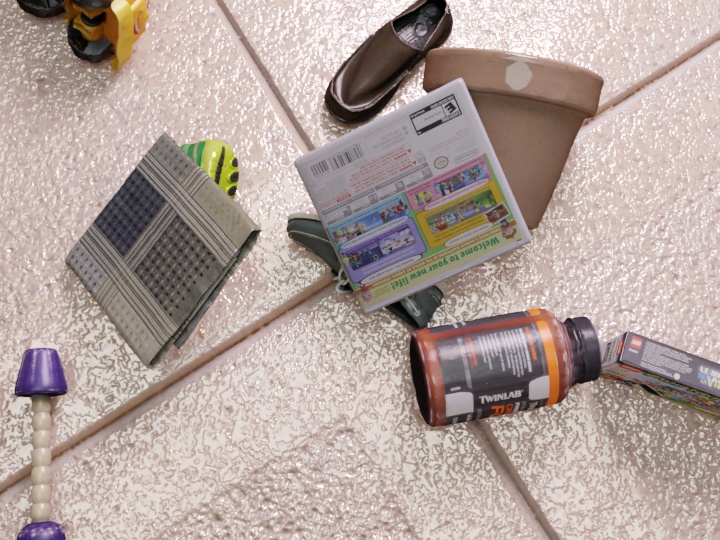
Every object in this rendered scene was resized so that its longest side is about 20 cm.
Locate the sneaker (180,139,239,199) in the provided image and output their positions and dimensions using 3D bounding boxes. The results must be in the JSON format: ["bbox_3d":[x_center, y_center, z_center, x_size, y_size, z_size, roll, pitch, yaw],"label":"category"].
[{"bbox_3d":[-0.195,-0.049,1.099,0.083,0.074,0.203,13,84,33],"label":"sneaker"}]

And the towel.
[{"bbox_3d":[-0.212,-0.022,1.045,0.193,0.034,0.200,-50,57,6],"label":"towel"}]

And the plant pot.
[{"bbox_3d":[0.158,-0.141,1.087,0.196,0.200,0.178,8,96,-2],"label":"plant pot"}]

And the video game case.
[{"bbox_3d":[0.054,-0.074,1.027,0.197,0.022,0.184,-24,100,14],"label":"video game case"}]

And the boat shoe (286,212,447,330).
[{"bbox_3d":[0.000,0.000,1.091,0.198,0.073,0.063,27,74,-3],"label":"boat shoe"}]

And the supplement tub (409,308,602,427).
[{"bbox_3d":[0.157,0.101,1.061,0.196,0.107,0.109,-10,79,-5],"label":"supplement tub"}]

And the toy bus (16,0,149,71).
[{"bbox_3d":[-0.297,-0.364,1.131,0.200,0.136,0.192,41,63,3],"label":"toy bus"}]

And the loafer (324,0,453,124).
[{"bbox_3d":[0.032,-0.257,1.146,0.073,0.071,0.200,41,79,5],"label":"loafer"}]

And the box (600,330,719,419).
[{"bbox_3d":[0.362,0.122,1.068,0.197,0.110,0.035,20,77,1],"label":"box"}]

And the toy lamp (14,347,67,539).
[{"bbox_3d":[-0.339,0.185,1.038,0.057,0.058,0.204,-4,78,-4],"label":"toy lamp"}]
